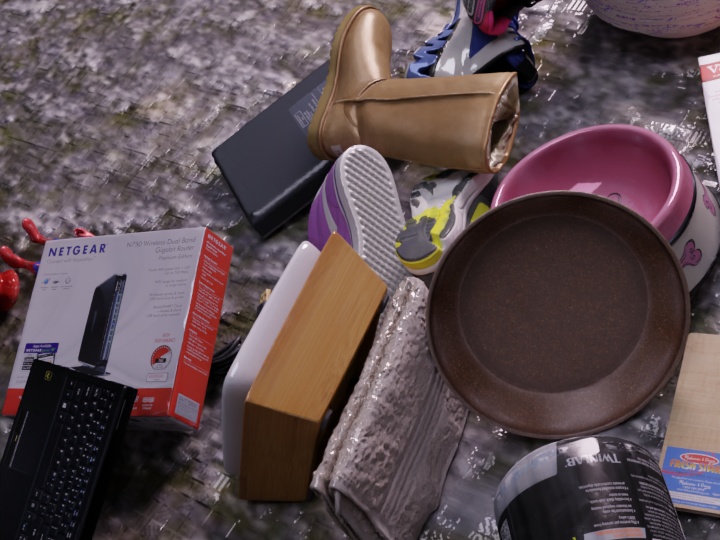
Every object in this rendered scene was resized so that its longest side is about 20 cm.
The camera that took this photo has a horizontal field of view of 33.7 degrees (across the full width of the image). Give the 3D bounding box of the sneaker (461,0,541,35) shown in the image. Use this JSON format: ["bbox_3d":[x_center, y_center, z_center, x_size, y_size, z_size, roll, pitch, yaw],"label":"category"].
[{"bbox_3d":[0.179,-0.303,1.123,0.200,0.080,0.075,-38,58,35],"label":"sneaker"}]

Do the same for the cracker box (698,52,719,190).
[{"bbox_3d":[0.366,-0.111,1.004,0.133,0.058,0.201,-11,48,17],"label":"cracker box"}]

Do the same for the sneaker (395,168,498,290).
[{"bbox_3d":[0.084,-0.032,1.065,0.074,0.085,0.200,-13,25,28],"label":"sneaker"}]

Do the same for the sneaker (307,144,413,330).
[{"bbox_3d":[0.001,0.000,1.088,0.072,0.114,0.202,3,67,-26],"label":"sneaker"}]

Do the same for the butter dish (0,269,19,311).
[{"bbox_3d":[-0.428,0.011,1.232,0.200,0.147,0.200,-59,35,31],"label":"butter dish"}]

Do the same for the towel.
[{"bbox_3d":[0.033,0.119,0.914,0.034,0.133,0.201,3,54,32],"label":"towel"}]

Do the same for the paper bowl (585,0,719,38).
[{"bbox_3d":[0.314,-0.309,1.167,0.200,0.105,0.201,-13,47,14],"label":"paper bowl"}]

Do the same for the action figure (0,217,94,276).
[{"bbox_3d":[-0.297,-0.009,1.245,0.199,0.052,0.066,16,57,33],"label":"action figure"}]

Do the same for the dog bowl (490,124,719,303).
[{"bbox_3d":[0.197,-0.041,0.999,0.199,0.074,0.201,-19,41,17],"label":"dog bowl"}]

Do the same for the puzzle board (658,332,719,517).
[{"bbox_3d":[0.323,0.119,0.856,0.199,0.017,0.151,4,55,29],"label":"puzzle board"}]

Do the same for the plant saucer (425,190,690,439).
[{"bbox_3d":[0.150,0.032,0.914,0.199,0.201,0.037,-19,16,10],"label":"plant saucer"}]

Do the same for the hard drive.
[{"bbox_3d":[-0.052,-0.139,1.227,0.200,0.033,0.140,-37,45,4],"label":"hard drive"}]

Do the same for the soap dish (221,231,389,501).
[{"bbox_3d":[-0.045,0.087,0.946,0.081,0.200,0.158,23,60,7],"label":"soap dish"}]

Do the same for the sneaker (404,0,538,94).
[{"bbox_3d":[0.141,-0.235,1.213,0.115,0.081,0.200,19,69,32],"label":"sneaker"}]

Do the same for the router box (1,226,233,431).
[{"bbox_3d":[-0.227,0.057,1.111,0.199,0.049,0.181,-4,66,29],"label":"router box"}]

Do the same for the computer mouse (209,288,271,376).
[{"bbox_3d":[-0.152,0.023,1.145,0.140,0.046,0.201,-15,47,17],"label":"computer mouse"}]

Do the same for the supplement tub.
[{"bbox_3d":[0.162,0.219,0.772,0.122,0.123,0.201,-18,46,10],"label":"supplement tub"}]

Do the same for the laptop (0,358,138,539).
[{"bbox_3d":[-0.262,0.169,0.993,0.199,0.103,0.178,12,80,32],"label":"laptop"}]

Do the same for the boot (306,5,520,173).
[{"bbox_3d":[0.060,-0.172,1.114,0.199,0.066,0.176,5,73,36],"label":"boot"}]
